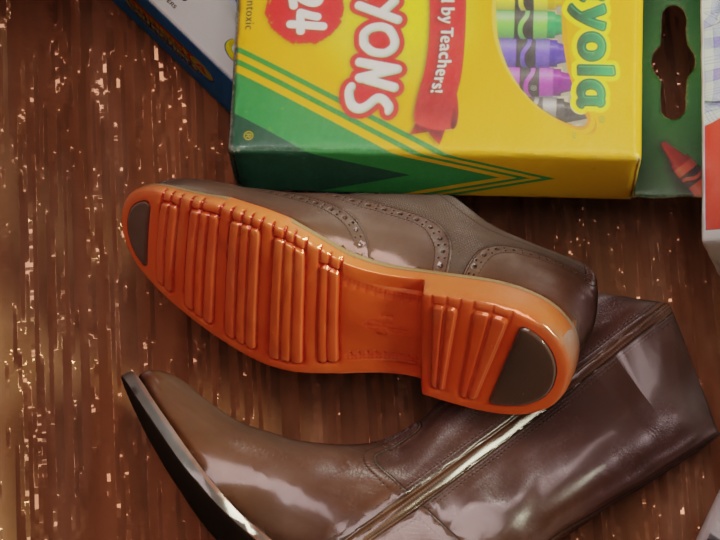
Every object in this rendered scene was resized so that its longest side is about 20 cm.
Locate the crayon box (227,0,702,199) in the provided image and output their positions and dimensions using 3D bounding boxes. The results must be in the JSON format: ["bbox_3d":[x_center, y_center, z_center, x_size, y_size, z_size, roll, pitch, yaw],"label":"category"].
[{"bbox_3d":[0.049,-0.098,1.116,0.200,0.051,0.127,1,71,2],"label":"crayon box"}]

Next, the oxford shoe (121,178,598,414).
[{"bbox_3d":[0.000,0.000,1.102,0.200,0.071,0.073,19,40,12],"label":"oxford shoe"}]

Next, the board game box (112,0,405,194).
[{"bbox_3d":[0.008,-0.145,1.190,0.196,0.056,0.200,-44,75,-11],"label":"board game box"}]

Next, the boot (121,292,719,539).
[{"bbox_3d":[0.027,0.055,1.123,0.200,0.064,0.186,-41,75,-13],"label":"boot"}]

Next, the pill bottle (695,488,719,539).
[{"bbox_3d":[0.235,0.128,1.062,0.200,0.106,0.106,26,75,11],"label":"pill bottle"}]

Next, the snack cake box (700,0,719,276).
[{"bbox_3d":[0.200,-0.099,1.102,0.115,0.067,0.200,-3,72,16],"label":"snack cake box"}]
